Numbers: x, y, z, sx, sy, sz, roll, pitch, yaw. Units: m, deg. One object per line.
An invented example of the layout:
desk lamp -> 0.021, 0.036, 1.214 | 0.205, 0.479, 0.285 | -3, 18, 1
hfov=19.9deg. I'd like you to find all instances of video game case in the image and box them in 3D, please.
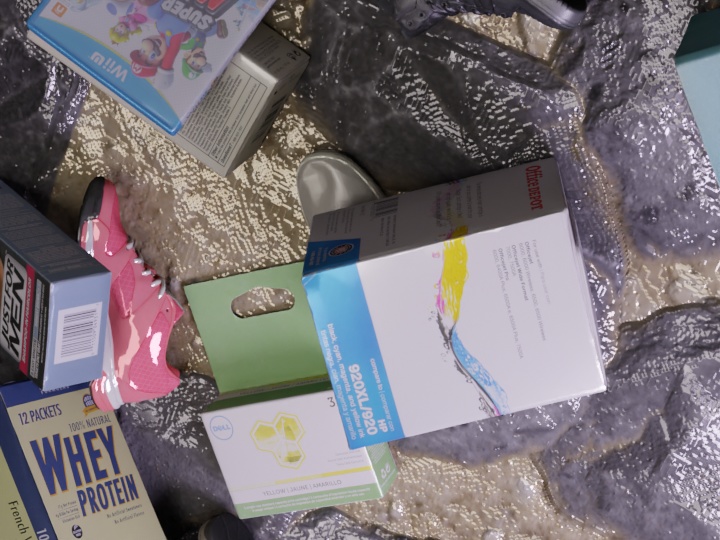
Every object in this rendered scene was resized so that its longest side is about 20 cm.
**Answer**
video game case -> -0.139, -0.224, 1.558 | 0.143, 0.018, 0.201 | 36, 84, 5

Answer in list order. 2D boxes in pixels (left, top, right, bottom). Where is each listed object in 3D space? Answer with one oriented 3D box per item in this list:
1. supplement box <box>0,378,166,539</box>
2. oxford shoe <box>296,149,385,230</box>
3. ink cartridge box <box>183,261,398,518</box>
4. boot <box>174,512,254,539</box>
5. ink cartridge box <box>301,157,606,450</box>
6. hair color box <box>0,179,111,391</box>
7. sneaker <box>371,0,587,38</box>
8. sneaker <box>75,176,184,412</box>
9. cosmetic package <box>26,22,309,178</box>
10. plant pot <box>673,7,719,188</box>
supplement box -> -0.303, 0.216, 1.781 | 0.199, 0.134, 0.202 | -28, 82, 30
oxford shoe -> 0.000, 0.000, 1.635 | 0.075, 0.058, 0.202 | -14, 103, 30
ink cartridge box -> -0.066, 0.101, 1.712 | 0.144, 0.048, 0.202 | -11, 109, 27
boot -> -0.137, 0.326, 1.821 | 0.153, 0.073, 0.205 | -20, 96, 31
ink cartridge box -> 0.072, 0.022, 1.530 | 0.198, 0.147, 0.146 | -13, 107, 7
hair color box -> -0.285, 0.007, 1.704 | 0.200, 0.060, 0.100 | 36, 126, 43
sneaker -> 0.066, -0.211, 1.521 | 0.199, 0.060, 0.105 | 37, 119, 11
sneaker -> -0.193, 0.017, 1.730 | 0.086, 0.074, 0.202 | -5, 106, -4
cosmetic package -> -0.152, -0.177, 1.617 | 0.199, 0.071, 0.106 | 37, 120, 5
plant pot -> 0.336, -0.127, 1.396 | 0.198, 0.141, 0.142 | -18, 103, 20
